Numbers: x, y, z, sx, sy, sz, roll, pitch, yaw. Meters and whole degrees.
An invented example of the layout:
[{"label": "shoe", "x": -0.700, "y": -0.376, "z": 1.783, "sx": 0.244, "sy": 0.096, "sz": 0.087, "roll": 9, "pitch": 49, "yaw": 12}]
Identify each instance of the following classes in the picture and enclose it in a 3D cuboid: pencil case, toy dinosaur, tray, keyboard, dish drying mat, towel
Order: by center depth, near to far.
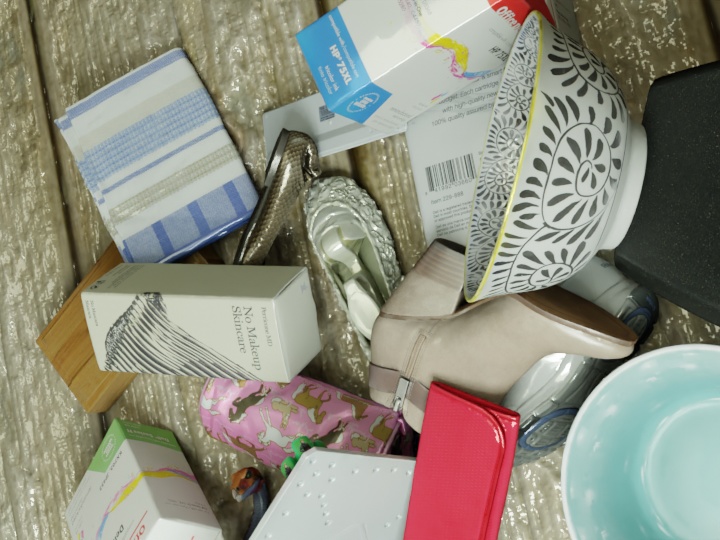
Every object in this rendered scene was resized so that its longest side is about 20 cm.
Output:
[{"label": "dish drying mat", "x": 0.071, "y": 0.189, "z": 0.896, "sx": 0.076, "sy": 0.018, "sz": 0.202, "roll": 19, "pitch": 114, "yaw": 26}, {"label": "keyboard", "x": -0.027, "y": -0.130, "z": 1.013, "sx": 0.199, "sy": 0.011, "sz": 0.057, "roll": -10, "pitch": 79, "yaw": 51}, {"label": "pencil case", "x": -0.048, "y": 0.134, "z": 1.014, "sx": 0.198, "sy": 0.087, "sz": 0.083, "roll": 17, "pitch": 137, "yaw": 27}, {"label": "toy dinosaur", "x": -0.109, "y": 0.277, "z": 1.038, "sx": 0.199, "sy": 0.104, "sz": 0.183, "roll": -32, "pitch": 55, "yaw": 32}, {"label": "towel", "x": -0.192, "y": -0.103, "z": 1.106, "sx": 0.146, "sy": 0.024, "sz": 0.201, "roll": -30, "pitch": 71, "yaw": 0}, {"label": "tray", "x": -0.228, "y": 0.033, "z": 1.136, "sx": 0.099, "sy": 0.037, "sz": 0.200, "roll": 47, "pitch": 106, "yaw": 21}]

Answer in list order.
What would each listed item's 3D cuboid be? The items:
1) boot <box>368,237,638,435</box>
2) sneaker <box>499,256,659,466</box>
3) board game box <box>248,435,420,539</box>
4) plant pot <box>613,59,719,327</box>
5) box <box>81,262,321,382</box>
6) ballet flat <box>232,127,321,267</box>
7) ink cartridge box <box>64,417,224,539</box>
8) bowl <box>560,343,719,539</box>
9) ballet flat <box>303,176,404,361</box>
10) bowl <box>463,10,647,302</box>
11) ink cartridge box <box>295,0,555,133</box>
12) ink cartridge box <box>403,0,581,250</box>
[{"label": "boot", "x": 0.097, "y": 0.072, "z": 0.892, "sx": 0.199, "sy": 0.070, "sz": 0.148, "roll": 28, "pitch": 108, "yaw": 29}, {"label": "sneaker", "x": 0.151, "y": 0.075, "z": 0.933, "sx": 0.201, "sy": 0.074, "sz": 0.087, "roll": -52, "pitch": 50, "yaw": 12}, {"label": "board game box", "x": -0.025, "y": 0.220, "z": 0.929, "sx": 0.026, "sy": 0.199, "sz": 0.201, "roll": 46, "pitch": 111, "yaw": 40}, {"label": "plant pot", "x": 0.291, "y": -0.047, "z": 0.799, "sx": 0.176, "sy": 0.198, "sz": 0.203, "roll": 15, "pitch": 94, "yaw": 39}, {"label": "box", "x": -0.139, "y": 0.043, "z": 1.010, "sx": 0.198, "sy": 0.068, "sz": 0.083, "roll": 0, "pitch": 113, "yaw": 26}, {"label": "ballet flat", "x": -0.081, "y": -0.032, "z": 1.041, "sx": 0.046, "sy": 0.068, "sz": 0.202, "roll": 17, "pitch": 114, "yaw": -10}, {"label": "ink cartridge box", "x": -0.193, "y": 0.237, "z": 1.039, "sx": 0.118, "sy": 0.067, "sz": 0.200, "roll": -61, "pitch": 35, "yaw": 11}, {"label": "bowl", "x": 0.255, "y": 0.154, "z": 0.845, "sx": 0.199, "sy": 0.105, "sz": 0.204, "roll": -1, "pitch": 87, "yaw": 27}, {"label": "ballet flat", "x": 0.000, "y": 0.000, "z": 1.006, "sx": 0.071, "sy": 0.072, "sz": 0.202, "roll": -33, "pitch": 73, "yaw": 21}, {"label": "bowl", "x": 0.138, "y": -0.068, "z": 0.799, "sx": 0.093, "sy": 0.201, "sz": 0.203, "roll": 11, "pitch": 93, "yaw": -2}, {"label": "ink cartridge box", "x": 0.067, "y": -0.185, "z": 0.856, "sx": 0.199, "sy": 0.116, "sz": 0.068, "roll": -29, "pitch": 76, "yaw": 21}, {"label": "ink cartridge box", "x": 0.115, "y": -0.121, "z": 0.943, "sx": 0.144, "sy": 0.084, "sz": 0.203, "roll": -14, "pitch": 81, "yaw": 26}]
